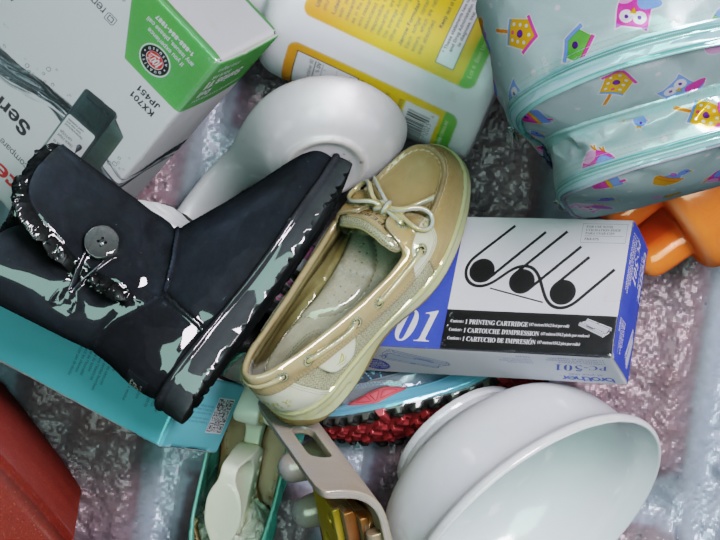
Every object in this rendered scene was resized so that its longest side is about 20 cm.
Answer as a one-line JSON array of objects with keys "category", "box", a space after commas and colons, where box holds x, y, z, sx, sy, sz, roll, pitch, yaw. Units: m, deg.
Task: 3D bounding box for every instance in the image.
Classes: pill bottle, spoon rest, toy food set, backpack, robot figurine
[{"category": "pill bottle", "box": [0.001, -0.162, 1.172, 0.199, 0.111, 0.112, 25, 91, 2]}, {"category": "spoon rest", "box": [-0.056, -0.064, 1.173, 0.200, 0.061, 0.099, -34, 132, 30]}, {"category": "toy food set", "box": [-0.021, 0.194, 1.131, 0.060, 0.144, 0.201, -16, 112, -13]}, {"category": "backpack", "box": [0.160, -0.118, 1.023, 0.175, 0.200, 0.154, -15, 72, 15]}, {"category": "robot figurine", "box": [0.243, -0.081, 1.161, 0.200, 0.117, 0.144, -37, 73, 3]}]

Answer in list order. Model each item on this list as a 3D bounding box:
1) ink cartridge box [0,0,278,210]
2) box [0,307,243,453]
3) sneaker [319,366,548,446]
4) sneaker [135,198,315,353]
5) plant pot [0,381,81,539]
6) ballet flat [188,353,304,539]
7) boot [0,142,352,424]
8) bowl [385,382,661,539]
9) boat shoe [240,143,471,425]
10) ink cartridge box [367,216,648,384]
[{"category": "ink cartridge box", "box": [-0.173, -0.128, 1.152, 0.147, 0.083, 0.200, 46, 123, 2]}, {"category": "box", "box": [-0.180, 0.053, 1.166, 0.199, 0.082, 0.049, 25, 91, 22]}, {"category": "sneaker", "box": [0.052, 0.051, 1.201, 0.199, 0.079, 0.096, -21, 65, 5]}, {"category": "sneaker", "box": [-0.114, 0.014, 1.146, 0.199, 0.081, 0.087, 6, 49, -12]}, {"category": "plant pot", "box": [-0.290, 0.156, 1.158, 0.176, 0.200, 0.200, 39, 92, -11]}, {"category": "ballet flat", "box": [-0.071, 0.114, 1.198, 0.067, 0.070, 0.201, 11, 90, 4]}, {"category": "boot", "box": [-0.121, -0.030, 1.085, 0.168, 0.076, 0.200, 35, 73, 3]}, {"category": "bowl", "box": [0.087, 0.138, 1.152, 0.201, 0.201, 0.090, -40, 56, 2]}, {"category": "boat shoe", "box": [-0.002, 0.000, 1.112, 0.073, 0.063, 0.201, 31, 79, 33]}, {"category": "ink cartridge box", "box": [0.074, 0.017, 1.137, 0.199, 0.044, 0.094, 2, 65, 24]}]
